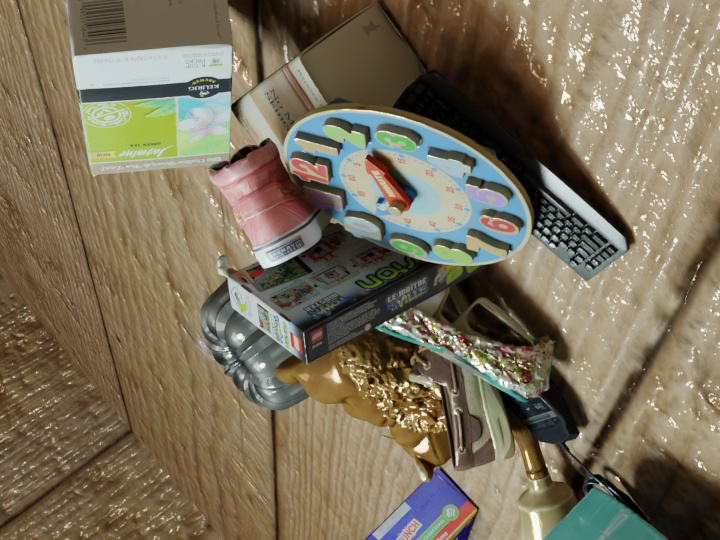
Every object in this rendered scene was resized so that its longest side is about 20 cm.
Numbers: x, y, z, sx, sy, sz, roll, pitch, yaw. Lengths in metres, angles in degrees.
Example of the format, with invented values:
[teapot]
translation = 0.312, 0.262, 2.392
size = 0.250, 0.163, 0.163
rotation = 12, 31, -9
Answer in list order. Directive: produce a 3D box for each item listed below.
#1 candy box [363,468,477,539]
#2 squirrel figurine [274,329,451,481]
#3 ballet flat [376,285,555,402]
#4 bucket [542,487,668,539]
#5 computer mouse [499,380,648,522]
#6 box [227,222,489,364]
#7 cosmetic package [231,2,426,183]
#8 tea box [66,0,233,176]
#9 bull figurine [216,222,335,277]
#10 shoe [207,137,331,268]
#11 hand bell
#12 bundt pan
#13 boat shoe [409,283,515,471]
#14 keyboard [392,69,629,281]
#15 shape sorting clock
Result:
[candy box]
translation = 0.053, 0.353, 1.675
size = 0.077, 0.169, 0.200
rotation = 42, 157, 19
[squirrel figurine]
translation = 0.042, 0.125, 1.385
size = 0.187, 0.142, 0.200
rotation = 50, 163, -11
[ballet flat]
translation = 0.080, 0.045, 1.195
size = 0.200, 0.064, 0.076
rotation = 26, -167, 0
[bucket]
translation = 0.223, 0.292, 1.164
size = 0.207, 0.135, 0.207
rotation = 42, 176, 4
[computer mouse]
translation = 0.199, 0.158, 1.252
size = 0.200, 0.034, 0.059
rotation = 51, 149, -9
[box]
translation = 0.000, 0.000, 1.168
size = 0.110, 0.200, 0.035
rotation = 34, 140, 42
[cosmetic package]
translation = -0.025, -0.140, 1.161
size = 0.103, 0.087, 0.200
rotation = 55, 160, -7
[tea box]
translation = -0.187, -0.219, 1.208
size = 0.197, 0.133, 0.200
rotation = 100, 162, -63
[bull figurine]
translation = -0.036, -0.004, 1.263
size = 0.121, 0.200, 0.065
rotation = 24, 127, 27
[shoe]
translation = -0.075, -0.065, 1.154
size = 0.091, 0.071, 0.200
rotation = 64, -177, -8
[hand bell]
translation = 0.168, 0.184, 1.311
size = 0.104, 0.104, 0.200
rotation = 11, 120, 61
[bundt pan]
translation = -0.144, 0.106, 1.838
size = 0.202, 0.076, 0.202
rotation = 44, 157, 24
[boat shoe]
translation = 0.078, 0.086, 1.263
size = 0.072, 0.072, 0.200
rotation = 169, 82, -85
[keyboard]
translation = 0.103, -0.062, 1.043
size = 0.200, 0.021, 0.127
rotation = 41, 157, 0
[shape sorting clock]
translation = 0.034, -0.059, 1.041
size = 0.200, 0.039, 0.200
rotation = 22, 156, 11
